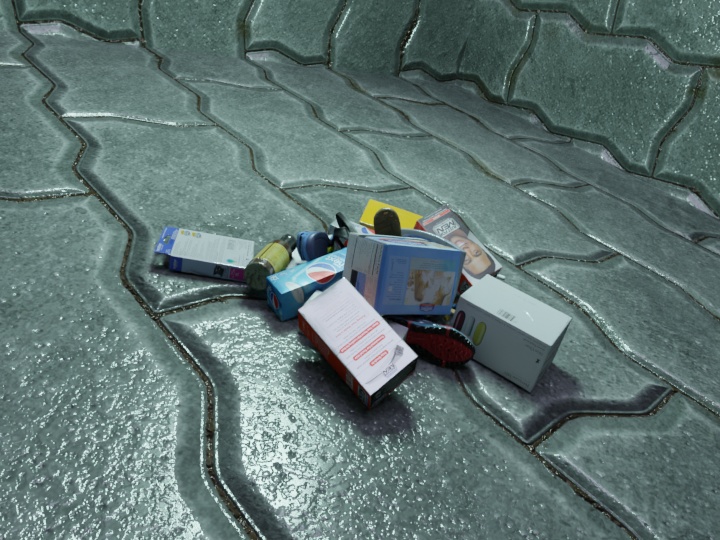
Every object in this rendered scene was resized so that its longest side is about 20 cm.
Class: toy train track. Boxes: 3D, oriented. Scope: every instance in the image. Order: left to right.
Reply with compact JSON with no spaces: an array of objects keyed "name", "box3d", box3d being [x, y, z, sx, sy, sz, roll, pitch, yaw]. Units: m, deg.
[{"name":"toy train track","box3d":[0.187,0.086,1.314,0.113,0.034,0.197,17,16,42]}]

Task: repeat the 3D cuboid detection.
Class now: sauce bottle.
[{"name":"sauce bottle","box3d":[-0.179,-0.025,1.261,0.063,0.066,0.201,18,26,7]}]

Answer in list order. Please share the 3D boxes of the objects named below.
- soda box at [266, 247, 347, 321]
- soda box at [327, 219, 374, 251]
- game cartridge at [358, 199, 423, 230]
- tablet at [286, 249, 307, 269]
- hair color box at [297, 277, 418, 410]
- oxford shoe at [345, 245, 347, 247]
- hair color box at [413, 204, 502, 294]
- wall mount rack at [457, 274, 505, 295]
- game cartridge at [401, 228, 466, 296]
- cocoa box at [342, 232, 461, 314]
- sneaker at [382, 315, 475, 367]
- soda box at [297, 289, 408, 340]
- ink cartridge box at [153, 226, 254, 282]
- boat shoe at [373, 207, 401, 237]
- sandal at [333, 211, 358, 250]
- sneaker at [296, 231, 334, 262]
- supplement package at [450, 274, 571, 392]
[{"name":"soda box","box3d":[-0.087,0.024,1.203,0.197,0.069,0.064,-22,43,-31]},{"name":"soda box","box3d":[0.017,-0.056,1.441,0.196,0.070,0.063,23,28,14]},{"name":"game cartridge","box3d":[0.100,-0.124,1.649,0.195,0.033,0.177,20,28,2]},{"name":"tablet","box3d":[-0.125,0.003,1.323,0.127,0.014,0.201,18,29,3]},{"name":"hair color box","box3d":[-0.007,0.122,1.037,0.110,0.065,0.200,-33,62,-22]},{"name":"oxford shoe","box3d":[0.000,0.000,1.314,0.070,0.075,0.201,18,24,-34]},{"name":"hair color box","box3d":[0.215,-0.045,1.367,0.100,0.062,0.201,-28,68,-28]},{"name":"wall mount rack","box3d":[0.236,-0.008,1.425,0.197,0.075,0.175,-26,70,-27]},{"name":"game cartridge","box3d":[0.129,-0.018,1.330,0.196,0.137,0.041,17,10,28]},{"name":"cocoa box","box3d":[0.079,0.008,1.182,0.196,0.137,0.130,3,10,-37]},{"name":"sneaker","box3d":[0.132,0.117,1.182,0.195,0.081,0.096,19,26,5]},{"name":"soda box","box3d":[-0.014,0.111,1.132,0.196,0.065,0.068,21,28,11]},{"name":"ink cartridge box","box3d":[-0.322,-0.035,1.262,0.195,0.043,0.120,12,29,-13]},{"name":"boat shoe","box3d":[0.067,-0.035,1.309,0.070,0.206,0.068,-6,9,3]},{"name":"sandal","box3d":[-0.027,-0.063,1.294,0.047,0.076,0.201,-27,36,-5]},{"name":"sneaker","box3d":[-0.105,-0.048,1.299,0.080,0.076,0.200,7,1,6]},{"name":"supplement package","box3d":[0.298,0.120,1.223,0.197,0.113,0.155,28,30,24]}]
